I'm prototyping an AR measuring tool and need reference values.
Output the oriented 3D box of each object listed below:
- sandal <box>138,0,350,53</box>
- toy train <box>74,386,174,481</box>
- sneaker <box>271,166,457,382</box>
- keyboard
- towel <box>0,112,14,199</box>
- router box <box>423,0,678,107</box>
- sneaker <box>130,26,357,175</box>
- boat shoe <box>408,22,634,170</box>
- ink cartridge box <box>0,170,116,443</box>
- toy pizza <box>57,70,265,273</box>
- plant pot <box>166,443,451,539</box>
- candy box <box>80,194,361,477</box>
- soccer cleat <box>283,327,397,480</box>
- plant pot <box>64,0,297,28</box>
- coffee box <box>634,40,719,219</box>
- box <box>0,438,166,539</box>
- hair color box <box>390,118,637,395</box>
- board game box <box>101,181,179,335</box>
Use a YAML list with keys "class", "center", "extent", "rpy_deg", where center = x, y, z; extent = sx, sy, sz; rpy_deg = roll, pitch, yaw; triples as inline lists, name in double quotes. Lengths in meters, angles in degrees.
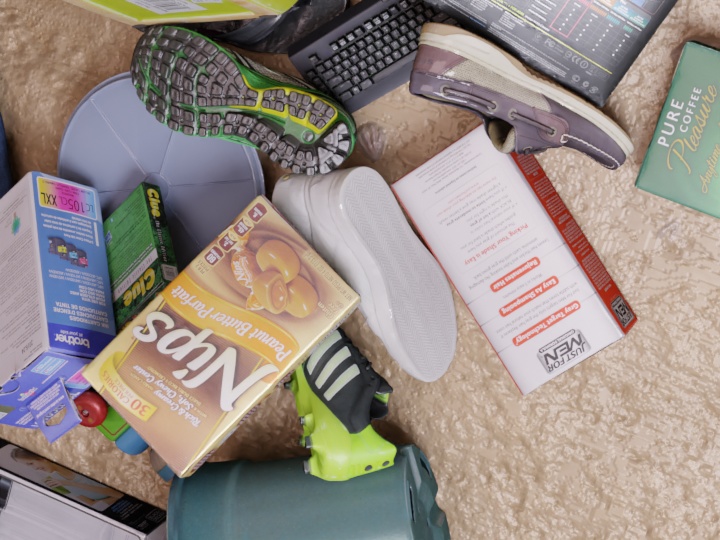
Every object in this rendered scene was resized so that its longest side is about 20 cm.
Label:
- class: "sandal"
  center: [-0.106, -0.215, 1.476]
  extent: [0.199, 0.048, 0.076]
  rpy_deg: [2, 102, 18]
- class: "toy train"
  center: [-0.148, 0.089, 1.528]
  extent: [0.116, 0.085, 0.200]
  rpy_deg: [44, 120, -6]
- class: "sneaker"
  center: [0.000, 0.000, 1.480]
  extent: [0.115, 0.074, 0.201]
  rpy_deg: [4, 127, 49]
- class: "keyboard"
  center: [0.028, -0.212, 1.424]
  extent: [0.199, 0.021, 0.127]
  rpy_deg: [-29, 113, 21]
- class: "towel"
  center: [-0.366, -0.133, 1.582]
  extent: [0.111, 0.049, 0.201]
  rpy_deg: [-8, 98, 20]
- class: "router box"
  center: [0.141, -0.238, 1.338]
  extent: [0.199, 0.062, 0.150]
  rpy_deg: [29, 115, -14]
- class: "sneaker"
  center: [-0.095, -0.135, 1.449]
  extent: [0.199, 0.085, 0.078]
  rpy_deg: [28, 103, 6]
- class: "boat shoe"
  center: [0.119, -0.119, 1.366]
  extent: [0.199, 0.072, 0.065]
  rpy_deg: [27, 88, -27]
- class: "ink cartridge box"
  center: [-0.272, 0.041, 1.498]
  extent: [0.136, 0.076, 0.201]
  rpy_deg: [-35, 53, 39]
- class: "toy pizza"
  center: [-0.168, -0.073, 1.531]
  extent: [0.199, 0.032, 0.201]
  rpy_deg: [7, 108, 21]
- class: "plant pot"
  center: [-0.033, 0.233, 1.477]
  extent: [0.195, 0.200, 0.201]
  rpy_deg: [-14, 96, 13]
- class: "candy box"
  center: [-0.108, 0.052, 1.413]
  extent: [0.115, 0.055, 0.200]
  rpy_deg: [45, 86, 5]
- class: "soccer cleat"
  center: [-0.020, 0.087, 1.465]
  extent: [0.081, 0.201, 0.068]
  rpy_deg: [-4, 138, -11]
- class: "plant pot"
  center: [-0.149, -0.290, 1.375]
  extent: [0.198, 0.200, 0.183]
  rpy_deg: [-1, 87, 21]
- class: "coffee box"
  center: [0.321, -0.087, 1.359]
  extent: [0.199, 0.044, 0.124]
  rpy_deg: [20, 106, 14]
- class: "box"
  center: [-0.282, 0.241, 1.624]
  extent: [0.199, 0.060, 0.117]
  rpy_deg: [23, 107, 13]
- class: "hair color box"
  center: [0.123, -0.014, 1.433]
  extent: [0.101, 0.061, 0.201]
  rpy_deg: [-32, 89, 22]
- class: "board game box"
  center: [-0.223, 0.024, 1.522]
  extent: [0.200, 0.023, 0.105]
  rpy_deg: [-41, 48, 35]
